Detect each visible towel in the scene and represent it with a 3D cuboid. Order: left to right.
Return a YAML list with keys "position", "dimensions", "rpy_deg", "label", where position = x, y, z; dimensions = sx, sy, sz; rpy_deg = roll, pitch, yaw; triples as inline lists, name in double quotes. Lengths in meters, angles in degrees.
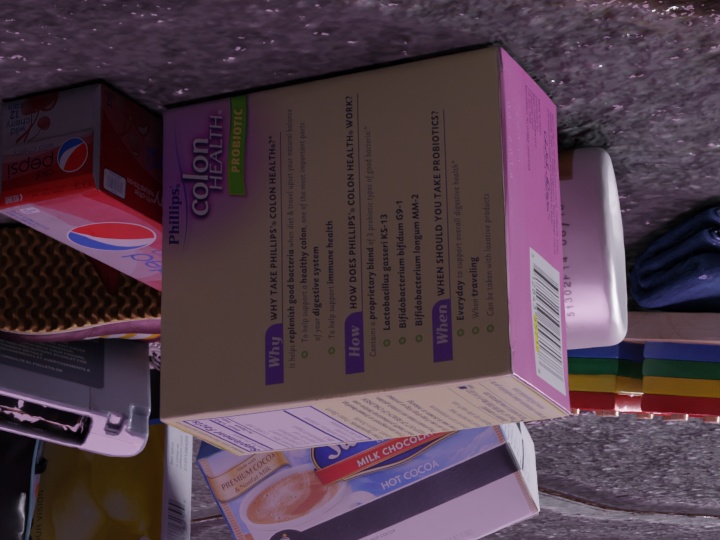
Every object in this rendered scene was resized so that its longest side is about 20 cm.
- position: [0.282, 0.001, 1.436]
  dimensions: [0.199, 0.049, 0.112]
  rpy_deg: [5, 164, -22]
  label: "towel"

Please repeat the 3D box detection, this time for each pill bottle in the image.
- position: [0.051, -0.006, 1.281]
  dimensions: [0.198, 0.115, 0.114]
  rpy_deg: [-5, 162, 10]
  label: "pill bottle"

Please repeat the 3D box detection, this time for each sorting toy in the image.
- position: [0.238, 0.070, 1.509]
  dimensions: [0.199, 0.070, 0.198]
  rpy_deg: [8, 175, -44]
  label: "sorting toy"

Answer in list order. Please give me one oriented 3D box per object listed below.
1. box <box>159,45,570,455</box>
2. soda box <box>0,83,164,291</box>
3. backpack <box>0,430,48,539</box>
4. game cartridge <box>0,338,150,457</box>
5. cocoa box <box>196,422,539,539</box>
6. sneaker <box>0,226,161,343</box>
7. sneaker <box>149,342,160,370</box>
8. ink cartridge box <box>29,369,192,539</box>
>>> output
- position: [0.001, -0.005, 1.175]
  dimensions: [0.199, 0.177, 0.097]
  rpy_deg: [-9, 161, 21]
  label: "box"
- position: [-0.122, -0.040, 1.247]
  dimensions: [0.070, 0.064, 0.200]
  rpy_deg: [-10, 160, 25]
  label: "soda box"
- position: [-0.312, 0.135, 1.558]
  dimensions: [0.175, 0.202, 0.153]
  rpy_deg: [3, 178, -20]
  label: "backpack"
- position: [-0.231, 0.049, 1.405]
  dimensions: [0.199, 0.133, 0.042]
  rpy_deg: [16, 115, -15]
  label: "game cartridge"
- position: [0.006, 0.124, 1.507]
  dimensions: [0.199, 0.132, 0.133]
  rpy_deg: [-23, -166, 8]
  label: "cocoa box"
- position: [-0.168, 0.018, 1.409]
  dimensions: [0.198, 0.075, 0.090]
  rpy_deg: [1, 162, -2]
  label: "sneaker"
- position: [-0.108, 0.050, 1.501]
  dimensions: [0.199, 0.083, 0.078]
  rpy_deg: [-11, 160, 30]
  label: "sneaker"
- position: [-0.215, 0.154, 1.629]
  dimensions: [0.199, 0.199, 0.047]
  rpy_deg: [-11, 158, 25]
  label: "ink cartridge box"
